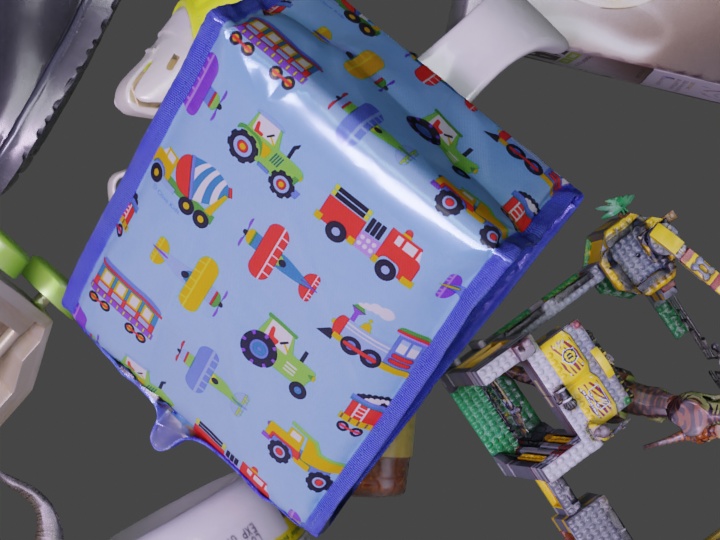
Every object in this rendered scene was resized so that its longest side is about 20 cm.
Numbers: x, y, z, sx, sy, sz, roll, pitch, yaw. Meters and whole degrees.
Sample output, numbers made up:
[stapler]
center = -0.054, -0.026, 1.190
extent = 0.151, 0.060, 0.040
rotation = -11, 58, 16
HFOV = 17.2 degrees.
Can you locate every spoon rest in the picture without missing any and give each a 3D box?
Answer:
[spoon rest]
center = 0.003, -0.040, 1.012
extent = 0.099, 0.061, 0.200
rotation = 44, 97, 10

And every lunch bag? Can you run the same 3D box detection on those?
[lunch bag]
center = -0.033, 0.006, 0.972
extent = 0.150, 0.094, 0.200
rotation = 40, 119, 7

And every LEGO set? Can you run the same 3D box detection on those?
[LEGO set]
center = 0.130, 0.071, 1.053
extent = 0.153, 0.116, 0.201
rotation = -26, 91, -9

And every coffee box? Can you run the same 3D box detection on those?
[coffee box]
center = 0.149, -0.139, 1.078
extent = 0.199, 0.080, 0.114
rotation = 14, 89, -3

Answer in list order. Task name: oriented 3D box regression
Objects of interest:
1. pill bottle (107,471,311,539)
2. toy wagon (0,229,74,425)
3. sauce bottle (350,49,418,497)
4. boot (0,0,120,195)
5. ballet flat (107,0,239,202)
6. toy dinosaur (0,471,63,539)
[pill bottle]
center = -0.041, 0.196, 1.049
extent = 0.109, 0.109, 0.201
rotation = -29, 91, -4
[toy wagon]
center = -0.198, 0.043, 0.997
extent = 0.040, 0.200, 0.155
rotation = 40, 87, 21
[sauce bottle]
center = 0.000, 0.000, 1.075
extent = 0.066, 0.066, 0.201
rotation = 6, 90, -4
[boot]
center = -0.205, -0.150, 1.060
extent = 0.199, 0.066, 0.165
rotation = 28, 79, -7
[ballet flat]
center = -0.079, -0.055, 1.067
extent = 0.067, 0.067, 0.201
rotation = 4, 92, -19
[toy dinosaur]
center = -0.122, 0.185, 0.983
extent = 0.077, 0.102, 0.200
rotation = -33, 89, -46
